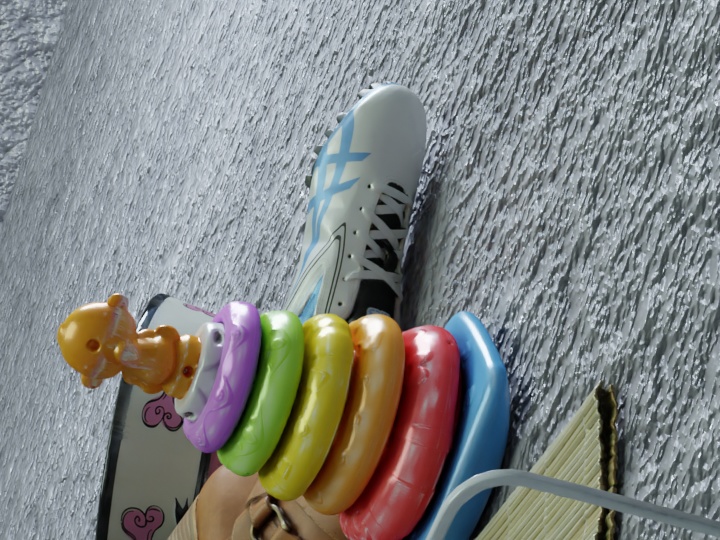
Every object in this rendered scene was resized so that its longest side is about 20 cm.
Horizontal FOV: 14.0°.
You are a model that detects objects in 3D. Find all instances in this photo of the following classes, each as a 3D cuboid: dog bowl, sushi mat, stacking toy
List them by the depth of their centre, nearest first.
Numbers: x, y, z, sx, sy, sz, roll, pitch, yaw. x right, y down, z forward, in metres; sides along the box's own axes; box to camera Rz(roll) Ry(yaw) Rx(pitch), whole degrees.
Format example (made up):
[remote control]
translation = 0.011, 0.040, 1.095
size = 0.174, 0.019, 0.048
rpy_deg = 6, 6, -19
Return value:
[sushi mat]
translation = 0.062, 0.134, 1.220
size = 0.200, 0.012, 0.096
rpy_deg = 123, 159, -51
[stacking toy]
translation = -0.042, 0.056, 1.318
size = 0.110, 0.199, 0.116
rpy_deg = -118, 48, -70
[dog bowl]
translation = -0.090, 0.116, 1.608
size = 0.200, 0.074, 0.201
rpy_deg = 7, -90, -84

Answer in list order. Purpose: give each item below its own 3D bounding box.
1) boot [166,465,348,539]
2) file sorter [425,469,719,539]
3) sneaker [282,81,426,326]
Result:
[boot]
translation = -0.028, 0.159, 1.426
size = 0.155, 0.074, 0.200
rpy_deg = -48, 47, 22
[file sorter]
translation = 0.073, 0.173, 0.898
size = 0.200, 0.124, 0.139
rpy_deg = -97, 27, -59
[sneaker]
translation = 0.000, 0.000, 1.526
size = 0.072, 0.072, 0.201
rpy_deg = 12, 81, 42
